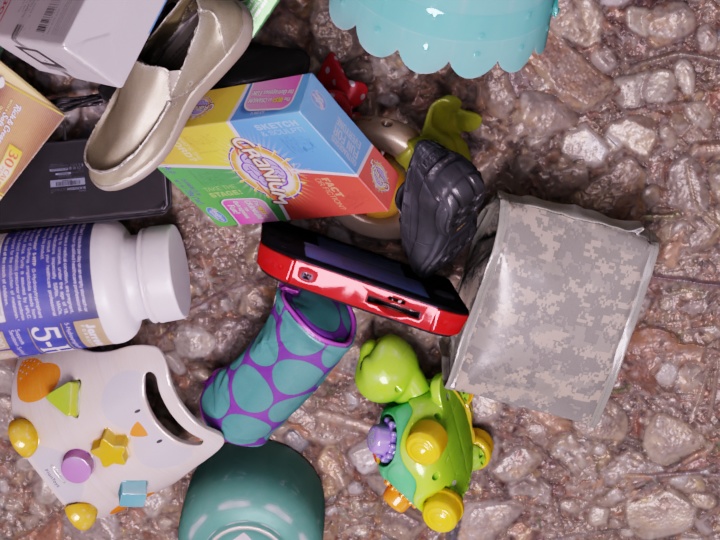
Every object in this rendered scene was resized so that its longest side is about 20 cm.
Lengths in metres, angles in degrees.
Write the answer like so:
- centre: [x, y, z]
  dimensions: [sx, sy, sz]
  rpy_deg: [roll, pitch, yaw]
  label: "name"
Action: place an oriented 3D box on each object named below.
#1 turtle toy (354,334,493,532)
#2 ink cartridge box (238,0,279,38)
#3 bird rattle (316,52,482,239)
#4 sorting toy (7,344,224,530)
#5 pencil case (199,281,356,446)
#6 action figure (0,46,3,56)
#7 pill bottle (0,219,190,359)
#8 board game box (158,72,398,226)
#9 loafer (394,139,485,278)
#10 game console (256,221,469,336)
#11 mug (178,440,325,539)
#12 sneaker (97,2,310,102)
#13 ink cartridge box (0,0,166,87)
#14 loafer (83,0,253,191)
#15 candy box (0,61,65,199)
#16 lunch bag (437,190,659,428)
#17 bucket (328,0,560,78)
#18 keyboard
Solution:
- centre: [0.056, 0.155, 1.380]
  dimensions: [0.100, 0.146, 0.203]
  rpy_deg: [-5, 113, 26]
  label: "turtle toy"
- centre: [-0.132, -0.324, 1.204]
  dimensions: [0.199, 0.083, 0.147]
  rpy_deg: [34, 109, -12]
  label: "ink cartridge box"
- centre: [0.012, -0.097, 1.291]
  dimensions: [0.197, 0.113, 0.165]
  rpy_deg: [10, 129, 0]
  label: "bird rattle"
- centre: [-0.233, 0.153, 1.373]
  dimensions: [0.178, 0.107, 0.201]
  rpy_deg: [-25, 111, 25]
  label: "sorting toy"
- centre: [-0.081, 0.088, 1.341]
  dimensions: [0.093, 0.085, 0.200]
  rpy_deg: [48, 131, 10]
  label: "pencil case"
- centre: [-0.377, -0.179, 1.279]
  dimensions: [0.117, 0.055, 0.202]
  rpy_deg: [20, 102, -16]
  label: "action figure"
- centre: [-0.268, 0.014, 1.326]
  dimensions: [0.197, 0.120, 0.121]
  rpy_deg: [-8, 112, 5]
  label: "pill bottle"
- centre: [-0.087, -0.102, 1.236]
  dimensions: [0.198, 0.041, 0.153]
  rpy_deg: [-4, 147, 35]
  label: "board game box"
- centre: [0.064, -0.054, 1.222]
  dimensions: [0.068, 0.201, 0.071]
  rpy_deg: [-37, 75, -16]
  label: "loafer"
- centre: [0.000, 0.000, 1.286]
  dimensions: [0.197, 0.177, 0.031]
  rpy_deg: [20, 104, -7]
  label: "game console"
- centre: [-0.113, 0.283, 1.437]
  dimensions: [0.150, 0.115, 0.188]
  rpy_deg: [3, 112, -1]
  label: "mug"
- centre: [-0.144, -0.198, 1.264]
  dimensions: [0.197, 0.076, 0.092]
  rpy_deg: [-1, 109, 0]
  label: "sneaker"
- centre: [-0.249, -0.232, 1.195]
  dimensions: [0.066, 0.199, 0.117]
  rpy_deg: [32, 82, -39]
  label: "ink cartridge box"
- centre: [-0.175, -0.158, 1.178]
  dimensions: [0.201, 0.076, 0.068]
  rpy_deg: [-52, 140, 6]
  label: "loafer"
- centre: [-0.375, -0.158, 1.226]
  dimensions: [0.200, 0.055, 0.116]
  rpy_deg: [40, 87, -25]
  label: "candy box"
- centre: [0.177, 0.025, 1.324]
  dimensions: [0.162, 0.118, 0.202]
  rpy_deg: [14, 116, -8]
  label: "lunch bag"
- centre: [0.075, -0.271, 1.144]
  dimensions: [0.204, 0.209, 0.136]
  rpy_deg: [12, 133, -4]
  label: "bucket"
- centre: [-0.273, -0.108, 1.304]
  dimensions: [0.197, 0.021, 0.129]
  rpy_deg: [-4, 92, 11]
  label: "keyboard"
